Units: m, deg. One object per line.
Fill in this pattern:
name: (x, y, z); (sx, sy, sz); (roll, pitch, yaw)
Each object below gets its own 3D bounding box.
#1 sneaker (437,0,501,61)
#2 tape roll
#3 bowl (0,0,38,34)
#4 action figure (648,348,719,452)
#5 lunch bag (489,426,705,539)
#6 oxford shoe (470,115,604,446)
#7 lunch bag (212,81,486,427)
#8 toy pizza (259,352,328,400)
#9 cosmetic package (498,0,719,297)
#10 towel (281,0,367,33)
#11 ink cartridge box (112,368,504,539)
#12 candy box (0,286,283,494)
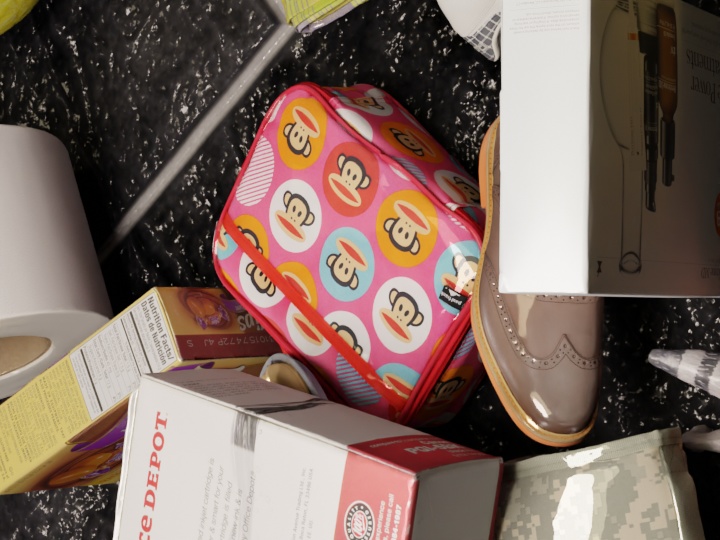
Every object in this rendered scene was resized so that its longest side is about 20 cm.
sneaker: (0.128, -0.200, 0.960); (0.199, 0.076, 0.081); (-31, 102, 24)
tape roll: (-0.283, 0.004, 1.192); (0.202, 0.202, 0.140); (-29, 71, 34)
bowl: (-0.275, -0.253, 1.251); (0.199, 0.107, 0.202); (-2, 87, 38)
action figure: (0.233, 0.102, 0.843); (0.193, 0.104, 0.202); (31, 105, 45)
lunch bag: (0.113, 0.180, 0.923); (0.199, 0.117, 0.166); (-18, 77, 43)
oxford shoe: (0.099, -0.008, 0.915); (0.073, 0.071, 0.202); (119, 148, -65)
lunch bag: (0.000, 0.000, 1.047); (0.200, 0.082, 0.177); (44, 119, 30)
toy pizza: (-0.041, 0.151, 1.038); (0.200, 0.031, 0.202); (170, 90, -71)
cosmetic package: (0.134, -0.062, 0.860); (0.051, 0.199, 0.152); (2, 91, 31)
towel: (-0.011, -0.260, 1.067); (0.143, 0.023, 0.202); (-26, 71, 36)
ink cartridge box: (-0.034, 0.146, 0.917); (0.199, 0.083, 0.148); (16, 101, 38)
candy box: (-0.150, 0.080, 1.138); (0.199, 0.116, 0.057); (-33, 69, 32)
